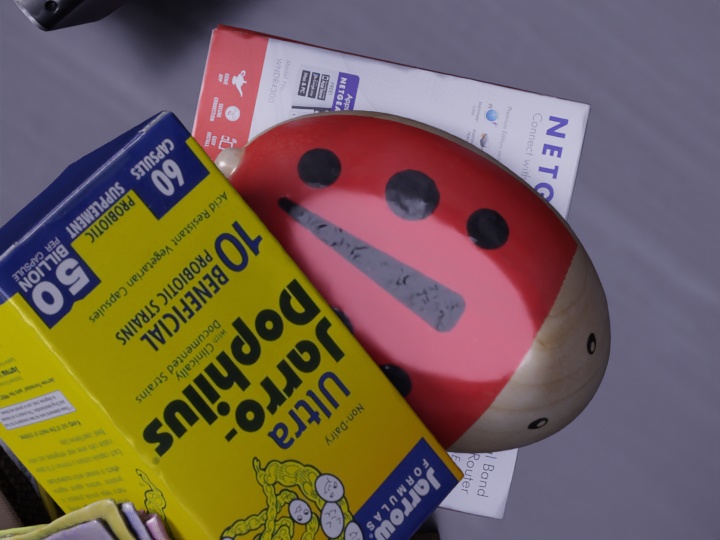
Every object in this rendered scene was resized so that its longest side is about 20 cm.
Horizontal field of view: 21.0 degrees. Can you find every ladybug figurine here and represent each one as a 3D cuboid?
[{"bbox_3d":[0.020,0.005,0.856,0.200,0.072,0.136,29,93,-1],"label":"ladybug figurine"}]

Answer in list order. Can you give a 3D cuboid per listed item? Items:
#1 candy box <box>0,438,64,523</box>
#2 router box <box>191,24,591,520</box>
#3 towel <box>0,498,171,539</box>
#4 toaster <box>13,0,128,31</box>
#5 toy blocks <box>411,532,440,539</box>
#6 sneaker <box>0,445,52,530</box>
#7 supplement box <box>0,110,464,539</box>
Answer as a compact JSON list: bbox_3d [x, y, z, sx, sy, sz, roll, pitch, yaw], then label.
[{"bbox_3d":[-0.180,0.175,0.939,0.102,0.026,0.200,-16,93,-2],"label":"candy box"},{"bbox_3d":[0.000,0.000,0.917,0.179,0.049,0.200,11,93,0],"label":"router box"},{"bbox_3d":[-0.095,0.187,0.811,0.144,0.023,0.200,-17,104,42],"label":"towel"},{"bbox_3d":[-0.103,-0.222,0.778,0.200,0.119,0.181,-38,93,6],"label":"toaster"},{"bbox_3d":[0.020,0.208,0.882,0.100,0.137,0.200,-6,93,1],"label":"toy blocks"},{"bbox_3d":[-0.203,0.082,0.857,0.075,0.070,0.200,-23,118,1],"label":"sneaker"},{"bbox_3d":[-0.074,0.052,0.807,0.200,0.109,0.109,51,60,-12],"label":"supplement box"}]
